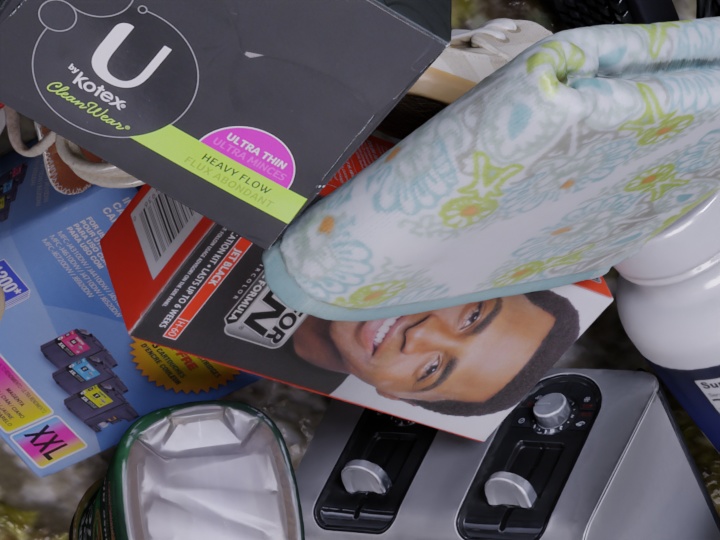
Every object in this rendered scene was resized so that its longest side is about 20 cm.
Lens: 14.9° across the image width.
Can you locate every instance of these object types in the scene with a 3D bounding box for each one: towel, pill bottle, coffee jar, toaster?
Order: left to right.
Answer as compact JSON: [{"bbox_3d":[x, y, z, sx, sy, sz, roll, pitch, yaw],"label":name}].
[{"bbox_3d":[-0.087,0.131,1.309,0.085,0.104,0.200,-7,166,-14],"label":"coffee jar"},{"bbox_3d":[0.078,0.146,1.323,0.181,0.119,0.200,2,134,36],"label":"toaster"},{"bbox_3d":[0.081,-0.043,1.076,0.200,0.048,0.171,-9,158,-45],"label":"towel"},{"bbox_3d":[0.186,0.022,1.259,0.111,0.111,0.200,-26,124,21],"label":"pill bottle"}]

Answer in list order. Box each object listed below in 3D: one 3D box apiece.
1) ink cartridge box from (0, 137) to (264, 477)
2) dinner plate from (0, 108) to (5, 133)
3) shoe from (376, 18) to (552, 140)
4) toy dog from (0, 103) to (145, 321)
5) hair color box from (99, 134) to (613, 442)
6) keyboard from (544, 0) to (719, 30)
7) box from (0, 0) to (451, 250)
[{"bbox_3d":[-0.102,-0.004,1.269,0.200,0.076,0.136,-26,125,19],"label":"ink cartridge box"},{"bbox_3d":[-0.251,-0.103,1.221,0.200,0.024,0.200,1,129,1],"label":"dinner plate"},{"bbox_3d":[0.056,-0.078,1.151,0.070,0.053,0.200,1,175,28],"label":"shoe"},{"bbox_3d":[-0.165,-0.043,1.180,0.200,0.096,0.132,-42,82,5],"label":"toy dog"},{"bbox_3d":[0.000,0.000,1.187,0.200,0.061,0.102,17,125,-35],"label":"hair color box"},{"bbox_3d":[0.096,-0.143,1.110,0.127,0.021,0.200,25,159,36],"label":"keyboard"},{"bbox_3d":[-0.057,-0.138,1.072,0.148,0.200,0.124,28,125,-21],"label":"box"}]
